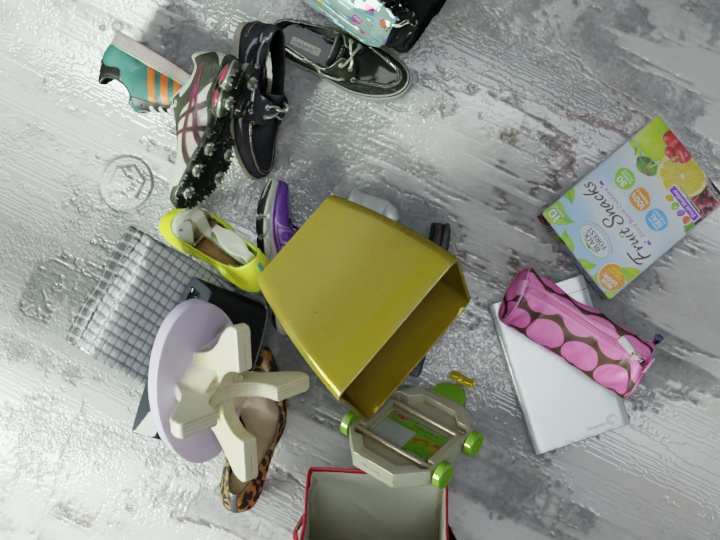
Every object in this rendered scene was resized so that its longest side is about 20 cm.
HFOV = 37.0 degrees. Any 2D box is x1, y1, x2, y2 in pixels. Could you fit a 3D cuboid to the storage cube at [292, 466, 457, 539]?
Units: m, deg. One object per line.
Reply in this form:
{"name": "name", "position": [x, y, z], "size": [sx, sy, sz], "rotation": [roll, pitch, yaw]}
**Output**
{"name": "storage cube", "position": [0.015, 0.365, 1.288], "size": [0.196, 0.172, 0.182], "rotation": [4, 122, 1]}

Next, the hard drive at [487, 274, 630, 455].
{"name": "hard drive", "position": [0.258, 0.122, 1.401], "size": [0.130, 0.027, 0.203], "rotation": [-17, 87, 0]}

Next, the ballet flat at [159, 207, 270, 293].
{"name": "ballet flat", "position": [-0.187, -0.042, 1.365], "size": [0.199, 0.067, 0.067], "rotation": [33, 69, 28]}

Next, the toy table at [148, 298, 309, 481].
{"name": "toy table", "position": [-0.163, 0.143, 1.255], "size": [0.182, 0.116, 0.203], "rotation": [-29, 120, -33]}

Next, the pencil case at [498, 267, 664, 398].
{"name": "pencil case", "position": [0.270, 0.074, 1.344], "size": [0.198, 0.094, 0.092], "rotation": [29, 88, 4]}

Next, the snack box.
{"name": "snack box", "position": [0.351, -0.080, 1.397], "size": [0.199, 0.053, 0.143], "rotation": [-39, 86, -1]}

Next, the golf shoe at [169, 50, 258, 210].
{"name": "golf shoe", "position": [-0.201, -0.176, 1.353], "size": [0.087, 0.077, 0.203], "rotation": [25, 93, 24]}

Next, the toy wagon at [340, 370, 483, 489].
{"name": "toy wagon", "position": [0.078, 0.195, 1.348], "size": [0.154, 0.199, 0.040], "rotation": [25, 130, 30]}

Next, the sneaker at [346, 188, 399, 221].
{"name": "sneaker", "position": [0.000, 0.000, 1.393], "size": [0.079, 0.070, 0.204], "rotation": [13, 87, -1]}

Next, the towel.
{"name": "towel", "position": [-0.250, 0.061, 1.347], "size": [0.085, 0.199, 0.167], "rotation": [20, 77, 46]}

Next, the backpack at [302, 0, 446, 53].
{"name": "backpack", "position": [0.009, -0.377, 1.375], "size": [0.198, 0.127, 0.168], "rotation": [32, 50, 3]}

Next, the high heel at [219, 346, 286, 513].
{"name": "high heel", "position": [-0.134, 0.197, 1.347], "size": [0.070, 0.143, 0.204], "rotation": [8, 87, 1]}

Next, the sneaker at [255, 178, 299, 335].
{"name": "sneaker", "position": [-0.090, -0.020, 1.404], "size": [0.082, 0.081, 0.204], "rotation": [-10, 96, -13]}

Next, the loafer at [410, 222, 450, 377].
{"name": "loafer", "position": [0.070, 0.033, 1.391], "size": [0.062, 0.072, 0.204], "rotation": [12, 90, 6]}

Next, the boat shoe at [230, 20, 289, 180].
{"name": "boat shoe", "position": [-0.125, -0.217, 1.386], "size": [0.062, 0.072, 0.204], "rotation": [5, 101, 31]}

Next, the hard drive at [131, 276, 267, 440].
{"name": "hard drive", "position": [-0.191, 0.122, 1.332], "size": [0.042, 0.134, 0.203], "rotation": [19, 86, 45]}

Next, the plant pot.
{"name": "plant pot", "position": [-0.004, 0.031, 1.267], "size": [0.176, 0.200, 0.200], "rotation": [41, 85, 17]}

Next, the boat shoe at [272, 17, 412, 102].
{"name": "boat shoe", "position": [-0.026, -0.276, 1.411], "size": [0.197, 0.064, 0.072], "rotation": [19, 87, 2]}

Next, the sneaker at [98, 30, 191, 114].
{"name": "sneaker", "position": [-0.254, -0.231, 1.416], "size": [0.198, 0.071, 0.081], "rotation": [32, 96, 6]}
